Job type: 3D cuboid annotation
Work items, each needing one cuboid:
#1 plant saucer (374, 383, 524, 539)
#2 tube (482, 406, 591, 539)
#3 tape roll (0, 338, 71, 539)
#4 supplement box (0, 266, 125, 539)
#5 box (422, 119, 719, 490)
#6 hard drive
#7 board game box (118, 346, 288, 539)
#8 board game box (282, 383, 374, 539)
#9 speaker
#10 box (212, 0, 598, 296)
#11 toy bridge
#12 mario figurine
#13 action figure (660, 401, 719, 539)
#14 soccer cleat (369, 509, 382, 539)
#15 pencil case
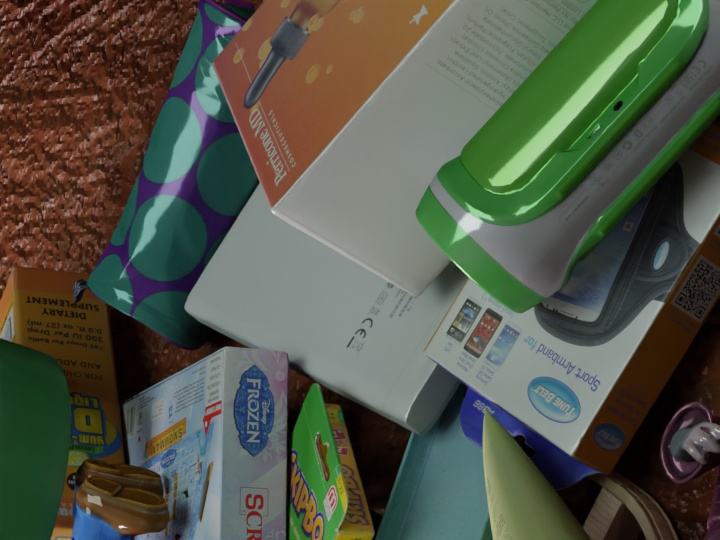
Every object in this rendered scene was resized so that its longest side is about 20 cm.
[{"bbox_3d":[0.041,0.132,1.189,0.070,0.019,0.201,-6,51,39],"label":"plant saucer"},{"bbox_3d":[0.084,0.129,1.078,0.058,0.052,0.200,-64,13,10],"label":"tube"},{"bbox_3d":[-0.232,0.137,1.344,0.200,0.048,0.201,-42,37,43],"label":"tape roll"},{"bbox_3d":[-0.183,0.094,1.422,0.069,0.066,0.201,119,149,-44],"label":"supplement box"},{"bbox_3d":[0.116,0.007,1.165,0.119,0.041,0.201,33,90,44],"label":"box"},{"bbox_3d":[0.000,0.000,1.295,0.199,0.027,0.132,24,78,46],"label":"hard drive"},{"bbox_3d":[-0.094,0.159,1.320,0.200,0.041,0.201,153,121,-65],"label":"board game box"},{"bbox_3d":[-0.035,0.163,1.259,0.096,0.030,0.201,-107,27,-47],"label":"board game box"},{"bbox_3d":[0.119,-0.076,1.117,0.200,0.088,0.089,-47,50,10],"label":"speaker"},{"bbox_3d":[0.036,-0.118,1.216,0.200,0.106,0.153,-48,35,17],"label":"box"},{"bbox_3d":[0.121,0.138,1.164,0.200,0.027,0.068,37,106,45],"label":"toy bridge"},{"bbox_3d":[-0.140,0.213,1.299,0.106,0.123,0.201,21,100,25],"label":"mario figurine"},{"bbox_3d":[0.190,0.122,1.060,0.149,0.133,0.201,112,176,-62],"label":"action figure"},{"bbox_3d":[0.053,0.181,1.206,0.081,0.068,0.200,-38,42,-2],"label":"soccer cleat"},{"bbox_3d":[-0.095,-0.059,1.391,0.201,0.085,0.092,-66,22,10],"label":"pencil case"}]
